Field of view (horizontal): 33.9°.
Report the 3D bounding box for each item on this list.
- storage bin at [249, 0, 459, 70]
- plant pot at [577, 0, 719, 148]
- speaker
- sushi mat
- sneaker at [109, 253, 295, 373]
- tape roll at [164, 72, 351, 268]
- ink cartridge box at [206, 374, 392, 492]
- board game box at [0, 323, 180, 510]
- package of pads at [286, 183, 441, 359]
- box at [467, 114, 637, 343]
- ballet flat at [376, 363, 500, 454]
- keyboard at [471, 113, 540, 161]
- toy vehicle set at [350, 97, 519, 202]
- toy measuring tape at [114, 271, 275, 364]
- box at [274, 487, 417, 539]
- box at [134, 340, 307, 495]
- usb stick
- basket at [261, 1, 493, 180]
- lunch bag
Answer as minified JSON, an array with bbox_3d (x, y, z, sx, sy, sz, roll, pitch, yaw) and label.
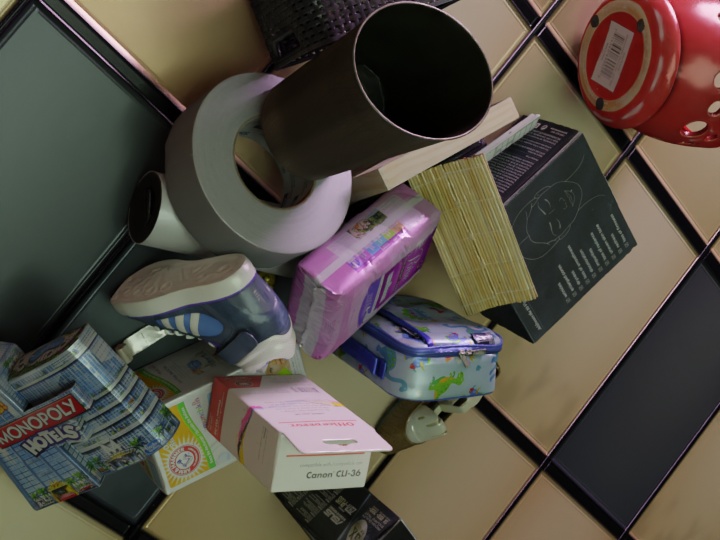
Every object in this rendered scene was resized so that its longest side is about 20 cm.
[{"bbox_3d":[-0.004,-0.295,1.256,0.199,0.135,0.094,-23,97,-23],"label":"storage bin"},{"bbox_3d":[0.392,-0.260,1.497,0.182,0.200,0.201,1,107,-29],"label":"plant pot"},{"bbox_3d":[-0.151,-0.049,1.301,0.199,0.081,0.082,13,100,-35],"label":"speaker"},{"bbox_3d":[0.132,-0.039,1.379,0.201,0.095,0.012,66,27,-24],"label":"sushi mat"},{"bbox_3d":[-0.162,0.062,1.267,0.147,0.199,0.081,60,39,-28],"label":"sneaker"},{"bbox_3d":[-0.107,-0.106,1.260,0.200,0.066,0.201,13,68,-34],"label":"tape roll"},{"bbox_3d":[-0.067,0.175,1.236,0.116,0.200,0.068,3,105,-32],"label":"ink cartridge box"},{"bbox_3d":[-0.326,0.139,1.219,0.200,0.062,0.200,-25,118,30],"label":"board game box"},{"bbox_3d":[0.000,0.000,1.336,0.200,0.076,0.121,-40,160,-38],"label":"package of pads"},{"bbox_3d":[0.215,-0.053,1.505,0.197,0.124,0.200,-43,123,-13],"label":"box"},{"bbox_3d":[0.108,0.177,1.552,0.200,0.072,0.068,-38,123,-15],"label":"ballet flat"},{"bbox_3d":[0.136,-0.126,1.445,0.200,0.011,0.056,-35,167,-2],"label":"keyboard"},{"bbox_3d":[0.076,-0.138,1.376,0.200,0.124,0.027,-31,98,-25],"label":"toy vehicle set"},{"bbox_3d":[-0.177,0.055,1.329,0.200,0.074,0.074,-31,121,-20],"label":"toy measuring tape"},{"bbox_3d":[0.005,0.339,1.466,0.086,0.200,0.164,-41,124,-13],"label":"box"},{"bbox_3d":[-0.167,0.150,1.350,0.199,0.101,0.113,-24,118,-23],"label":"box"},{"bbox_3d":[0.068,-0.108,1.438,0.200,0.055,0.033,-31,84,-20],"label":"usb stick"},{"bbox_3d":[0.000,-0.169,1.188,0.180,0.200,0.137,-5,82,-41],"label":"basket"},{"bbox_3d":[0.059,0.088,1.410,0.160,0.200,0.083,0,107,-32],"label":"lunch bag"}]
